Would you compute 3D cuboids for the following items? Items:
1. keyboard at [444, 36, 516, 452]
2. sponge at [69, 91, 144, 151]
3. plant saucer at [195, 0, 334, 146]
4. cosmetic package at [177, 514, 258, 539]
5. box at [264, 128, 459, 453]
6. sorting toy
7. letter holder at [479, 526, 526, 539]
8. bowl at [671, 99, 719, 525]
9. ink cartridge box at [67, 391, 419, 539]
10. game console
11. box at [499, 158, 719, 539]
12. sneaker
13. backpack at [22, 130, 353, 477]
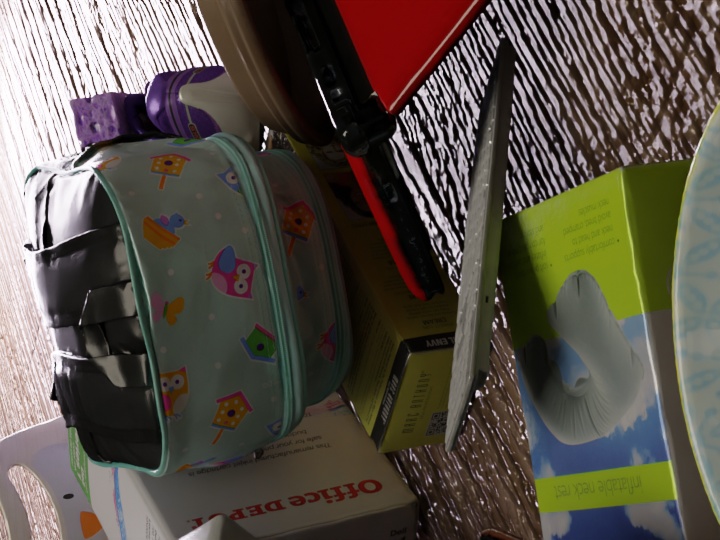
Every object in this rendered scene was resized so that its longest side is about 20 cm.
[{"bbox_3d":[0.052,-0.016,0.827,0.056,0.011,0.201,112,170,-50],"label":"keyboard"},{"bbox_3d":[-0.137,-0.057,1.186,0.200,0.030,0.113,-39,-63,-83],"label":"sponge"},{"bbox_3d":[-0.059,-0.159,0.985,0.200,0.029,0.202,-18,-90,-79],"label":"plant saucer"},{"bbox_3d":[-0.076,0.267,0.904,0.164,0.165,0.201,-34,29,29],"label":"cosmetic package"},{"bbox_3d":[0.000,0.000,1.003,0.201,0.050,0.076,59,146,41],"label":"box"},{"bbox_3d":[-0.157,0.167,1.228,0.107,0.178,0.202,149,112,-63],"label":"sorting toy"},{"bbox_3d":[0.047,0.208,0.725,0.142,0.100,0.202,15,130,62],"label":"letter holder"},{"bbox_3d":[0.189,0.019,0.531,0.200,0.107,0.202,173,90,-65],"label":"bowl"},{"bbox_3d":[-0.073,0.124,1.074,0.200,0.143,0.085,-131,38,-51],"label":"ink cartridge box"},{"bbox_3d":[0.031,-0.119,0.912,0.201,0.118,0.173,-110,-5,-51],"label":"game console"},{"bbox_3d":[0.114,0.065,0.775,0.122,0.047,0.202,156,107,-66],"label":"box"},{"bbox_3d":[-0.102,-0.092,1.128,0.200,0.082,0.082,124,151,-78],"label":"sneaker"},{"bbox_3d":[-0.088,0.015,0.954,0.200,0.152,0.178,180,80,-76],"label":"backpack"}]
